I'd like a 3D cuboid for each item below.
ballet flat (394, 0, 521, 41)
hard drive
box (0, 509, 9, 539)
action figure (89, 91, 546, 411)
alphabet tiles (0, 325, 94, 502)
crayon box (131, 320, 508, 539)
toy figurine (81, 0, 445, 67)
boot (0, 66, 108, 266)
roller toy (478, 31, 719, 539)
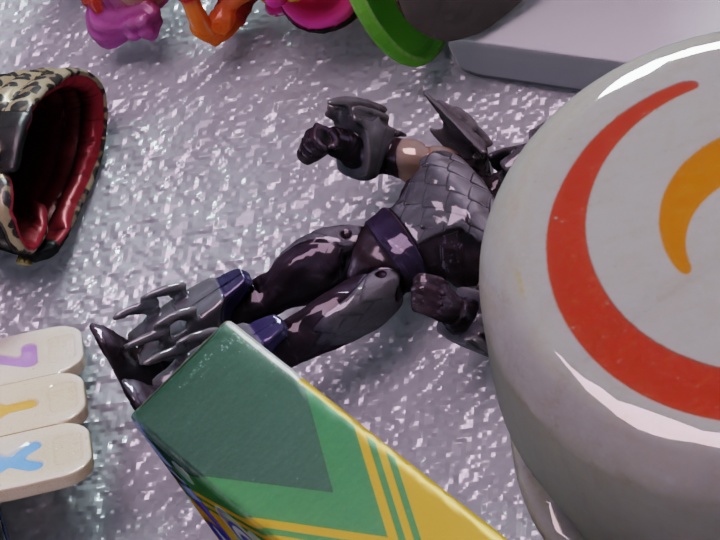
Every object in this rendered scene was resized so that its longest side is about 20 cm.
[{"bbox_3d":[0.066,-0.185,1.111,0.201,0.067,0.046,-66,27,12],"label":"ballet flat"},{"bbox_3d":[0.133,-0.155,1.154,0.131,0.027,0.201,10,59,30],"label":"hard drive"},{"bbox_3d":[-0.217,0.149,1.031,0.199,0.040,0.137,-16,47,-9],"label":"box"},{"bbox_3d":[0.000,0.000,1.066,0.199,0.070,0.130,-31,43,-5],"label":"action figure"},{"bbox_3d":[-0.199,0.066,1.078,0.194,0.015,0.200,-12,28,-1],"label":"alphabet tiles"},{"bbox_3d":[0.021,0.113,0.928,0.052,0.126,0.200,-44,50,-13],"label":"crayon box"},{"bbox_3d":[-0.067,-0.156,1.203,0.183,0.150,0.201,-17,73,29],"label":"toy figurine"},{"bbox_3d":[-0.202,-0.025,1.156,0.150,0.074,0.200,2,34,22],"label":"boot"},{"bbox_3d":[0.136,0.025,0.937,0.182,0.140,0.201,19,61,22],"label":"roller toy"}]
